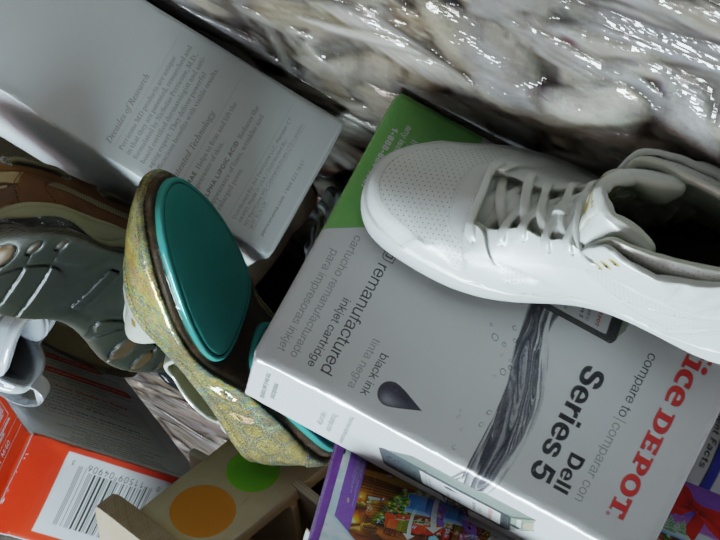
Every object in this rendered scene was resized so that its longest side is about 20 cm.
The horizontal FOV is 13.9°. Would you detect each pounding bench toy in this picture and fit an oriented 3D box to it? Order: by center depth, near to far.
[{"bbox_3d":[-0.042,0.181,1.531,0.124,0.156,0.200,35,148,31],"label":"pounding bench toy"}]

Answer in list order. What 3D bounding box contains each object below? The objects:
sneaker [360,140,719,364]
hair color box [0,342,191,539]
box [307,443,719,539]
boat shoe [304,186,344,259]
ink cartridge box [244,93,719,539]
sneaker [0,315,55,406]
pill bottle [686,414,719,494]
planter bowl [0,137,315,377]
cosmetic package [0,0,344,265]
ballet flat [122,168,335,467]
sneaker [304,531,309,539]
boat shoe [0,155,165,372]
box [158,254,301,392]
[{"bbox_3d":[0.092,-0.027,1.264,0.200,0.074,0.116,16,162,12],"label":"sneaker"},{"bbox_3d":[-0.172,0.086,1.603,0.111,0.064,0.200,20,-166,-29],"label":"hair color box"},{"bbox_3d":[0.077,0.134,1.400,0.200,0.137,0.039,22,134,-5],"label":"box"},{"bbox_3d":[0.001,0.001,1.513,0.074,0.065,0.202,28,180,-1],"label":"boat shoe"},{"bbox_3d":[0.068,0.034,1.360,0.200,0.146,0.084,28,165,2],"label":"ink cartridge box"},{"bbox_3d":[-0.212,-0.017,1.480,0.115,0.075,0.200,19,134,35],"label":"sneaker"},{"bbox_3d":[0.135,0.091,1.516,0.200,0.112,0.112,32,167,-15],"label":"pill bottle"},{"bbox_3d":[-0.143,-0.027,1.594,0.200,0.135,0.200,27,166,7],"label":"planter bowl"},{"bbox_3d":[-0.119,-0.084,1.444,0.200,0.081,0.113,30,169,-8],"label":"cosmetic package"},{"bbox_3d":[-0.074,0.029,1.409,0.071,0.071,0.200,16,153,43],"label":"ballet flat"},{"bbox_3d":[0.025,0.110,1.638,0.073,0.114,0.201,29,143,32],"label":"sneaker"},{"bbox_3d":[-0.129,-0.010,1.446,0.200,0.076,0.074,30,-155,-55],"label":"boat shoe"},{"bbox_3d":[-0.065,0.040,1.731,0.200,0.079,0.141,29,162,42],"label":"box"}]
